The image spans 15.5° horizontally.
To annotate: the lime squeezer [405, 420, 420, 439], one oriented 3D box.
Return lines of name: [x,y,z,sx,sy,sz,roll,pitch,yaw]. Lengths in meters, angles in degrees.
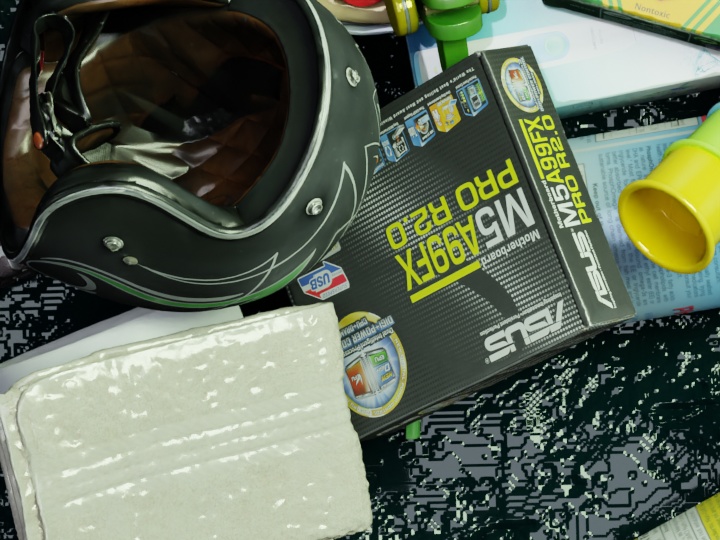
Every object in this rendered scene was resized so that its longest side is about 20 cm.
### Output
lime squeezer: [0.000,0.000,1.551,0.071,0.038,0.200,-34,87,6]

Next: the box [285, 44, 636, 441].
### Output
box: [0.041,-0.011,1.452,0.200,0.044,0.161,-28,78,42]

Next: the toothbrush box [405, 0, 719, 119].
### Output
toothbrush box: [0.122,-0.164,1.512,0.199,0.085,0.147,-10,88,5]

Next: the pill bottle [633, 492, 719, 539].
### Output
pill bottle: [0.210,0.186,1.489,0.200,0.114,0.115,-30,87,6]

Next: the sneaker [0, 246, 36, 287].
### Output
sneaker: [-0.203,-0.057,1.557,0.199,0.076,0.116,-21,85,7]

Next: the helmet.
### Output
helmet: [-0.089,-0.070,1.406,0.190,0.200,0.201,3,91,-19]

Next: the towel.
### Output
towel: [-0.094,0.101,1.422,0.199,0.034,0.133,-13,97,-20]

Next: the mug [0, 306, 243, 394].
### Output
mug: [-0.091,0.103,1.520,0.200,0.148,0.176,-23,94,-24]

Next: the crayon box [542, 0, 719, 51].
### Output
crayon box: [0.184,-0.228,1.439,0.127,0.051,0.201,16,89,5]

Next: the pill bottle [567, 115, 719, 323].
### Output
pill bottle: [0.171,-0.028,1.495,0.199,0.109,0.109,-9,89,7]

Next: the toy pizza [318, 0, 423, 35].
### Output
toy pizza: [0.001,-0.232,1.470,0.199,0.032,0.201,0,89,9]

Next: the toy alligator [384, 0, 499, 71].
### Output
toy alligator: [0.037,-0.193,1.420,0.059,0.054,0.201,-14,103,-8]

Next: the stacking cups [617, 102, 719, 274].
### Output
stacking cups: [0.215,-0.083,1.425,0.060,0.061,0.200,40,59,5]
